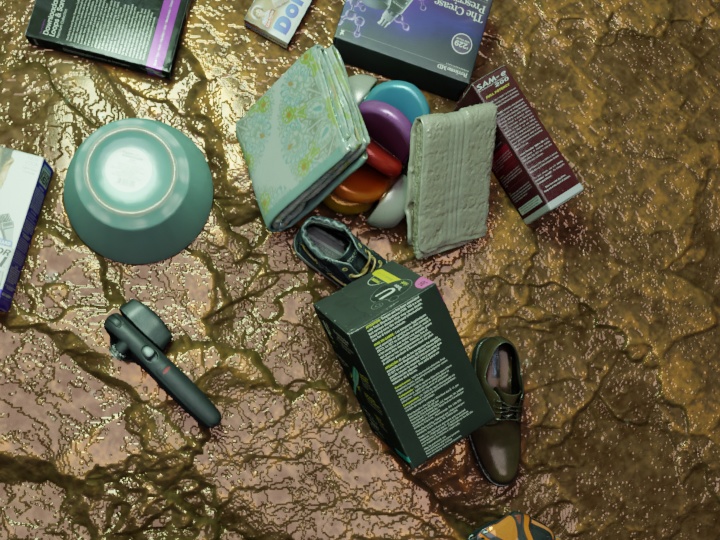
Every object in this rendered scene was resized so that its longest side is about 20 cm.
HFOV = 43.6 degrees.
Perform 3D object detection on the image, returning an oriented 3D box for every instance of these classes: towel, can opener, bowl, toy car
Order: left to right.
[{"bbox_3d":[-0.292,-0.115,1.167,0.199,0.105,0.203,1,81,-9],"label":"bowl"},{"bbox_3d":[-0.252,0.127,1.155,0.079,0.063,0.200,-42,88,-13],"label":"can opener"},{"bbox_3d":[-0.077,-0.170,1.161,0.048,0.200,0.172,9,55,-45],"label":"towel"},{"bbox_3d":[0.022,-0.170,1.197,0.175,0.150,0.201,36,78,-1],"label":"toy car"},{"bbox_3d":[0.121,-0.119,1.195,0.132,0.034,0.201,-18,124,-32],"label":"towel"}]

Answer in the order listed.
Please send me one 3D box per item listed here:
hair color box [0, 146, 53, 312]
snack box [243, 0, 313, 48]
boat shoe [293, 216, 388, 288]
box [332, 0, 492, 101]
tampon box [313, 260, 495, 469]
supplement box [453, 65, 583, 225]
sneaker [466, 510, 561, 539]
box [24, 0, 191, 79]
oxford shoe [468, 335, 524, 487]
[{"bbox_3d":[-0.481,-0.058,1.152,0.108,0.065,0.202,14,78,-5],"label":"hair color box"},{"bbox_3d":[-0.090,-0.420,1.285,0.072,0.024,0.201,27,78,-4],"label":"snack box"},{"bbox_3d":[0.000,0.000,1.197,0.199,0.091,0.071,30,78,-3],"label":"boat shoe"},{"bbox_3d":[0.071,-0.345,1.271,0.199,0.079,0.142,17,81,-5],"label":"box"},{"bbox_3d":[0.052,0.112,1.126,0.126,0.150,0.201,-29,110,-12],"label":"tampon box"},{"bbox_3d":[0.216,-0.171,1.247,0.061,0.109,0.201,-32,87,-11],"label":"supplement box"},{"bbox_3d":[0.171,0.405,1.172,0.112,0.078,0.200,36,67,3],"label":"sneaker"},{"bbox_3d":[-0.341,-0.356,1.235,0.198,0.036,0.144,14,78,-7],"label":"box"},{"bbox_3d":[0.184,0.188,1.198,0.072,0.084,0.202,-3,83,-10],"label":"oxford shoe"}]
